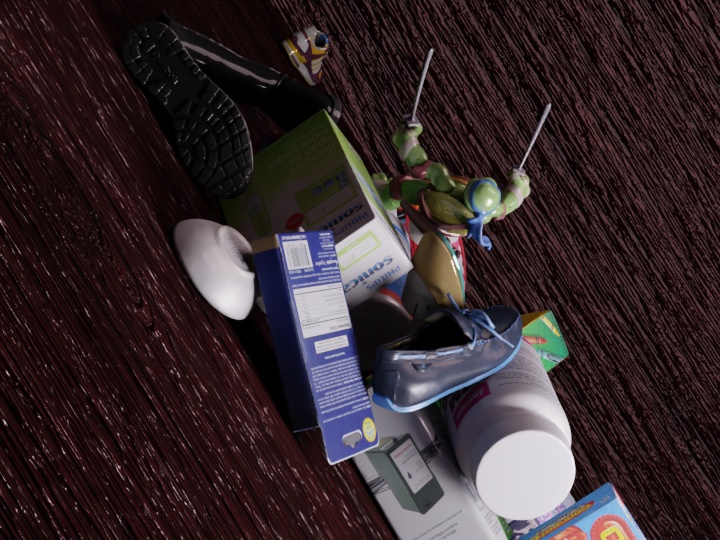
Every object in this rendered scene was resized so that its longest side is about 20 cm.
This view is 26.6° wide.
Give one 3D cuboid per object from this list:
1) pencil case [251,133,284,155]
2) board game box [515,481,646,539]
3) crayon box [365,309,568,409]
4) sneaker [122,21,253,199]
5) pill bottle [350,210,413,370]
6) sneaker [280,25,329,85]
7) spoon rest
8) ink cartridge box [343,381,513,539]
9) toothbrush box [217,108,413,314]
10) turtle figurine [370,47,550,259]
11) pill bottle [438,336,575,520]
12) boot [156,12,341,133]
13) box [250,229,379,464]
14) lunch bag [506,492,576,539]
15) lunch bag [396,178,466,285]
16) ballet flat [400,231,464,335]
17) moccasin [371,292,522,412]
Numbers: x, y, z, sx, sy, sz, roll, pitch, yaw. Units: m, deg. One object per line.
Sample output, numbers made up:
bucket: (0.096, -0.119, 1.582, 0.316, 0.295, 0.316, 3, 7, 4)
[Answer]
pencil case: (-0.071, -0.083, 1.826, 0.089, 0.088, 0.200, 62, 7, 34)
board game box: (0.217, 0.347, 1.499, 0.201, 0.195, 0.056, 56, 7, -5)
crayon box: (0.115, 0.106, 1.684, 0.118, 0.199, 0.059, -31, 100, -43)
sneaker: (-0.164, -0.161, 1.561, 0.201, 0.075, 0.088, 59, 1, 10)
pill bottle: (0.000, 0.000, 1.654, 0.113, 0.111, 0.201, 52, 23, -36)
sneaker: (-0.099, -0.460, 3.253, 0.075, 0.090, 0.200, 59, 7, 15)
spoon rest: (-0.106, -0.003, 1.355, 0.100, 0.060, 0.200, 58, 23, 11)
ink cartridge box: (0.061, 0.201, 1.496, 0.201, 0.084, 0.146, 59, 8, 8)
toothbrush box: (-0.051, -0.046, 1.537, 0.086, 0.145, 0.201, 50, 11, -41)
turtle figurine: (0.097, -0.107, 1.572, 0.193, 0.142, 0.203, -19, -102, 60)
pill bottle: (0.140, 0.146, 1.471, 0.114, 0.113, 0.200, 55, 8, -23)
boot: (-0.132, -0.214, 1.691, 0.199, 0.066, 0.165, 29, 1, -25)
box: (-0.038, 0.067, 1.343, 0.121, 0.032, 0.202, -6, 82, -67)
lunch bag: (0.180, 0.302, 1.718, 0.199, 0.127, 0.171, -6, 61, -59)
lunch bag: (0.062, -0.019, 1.818, 0.200, 0.081, 0.178, 173, -94, -74)
ballet flat: (0.072, 0.040, 1.528, 0.069, 0.063, 0.201, 50, -15, 35)
moccasin: (0.089, 0.068, 1.429, 0.199, 0.080, 0.069, -29, 120, -46)
